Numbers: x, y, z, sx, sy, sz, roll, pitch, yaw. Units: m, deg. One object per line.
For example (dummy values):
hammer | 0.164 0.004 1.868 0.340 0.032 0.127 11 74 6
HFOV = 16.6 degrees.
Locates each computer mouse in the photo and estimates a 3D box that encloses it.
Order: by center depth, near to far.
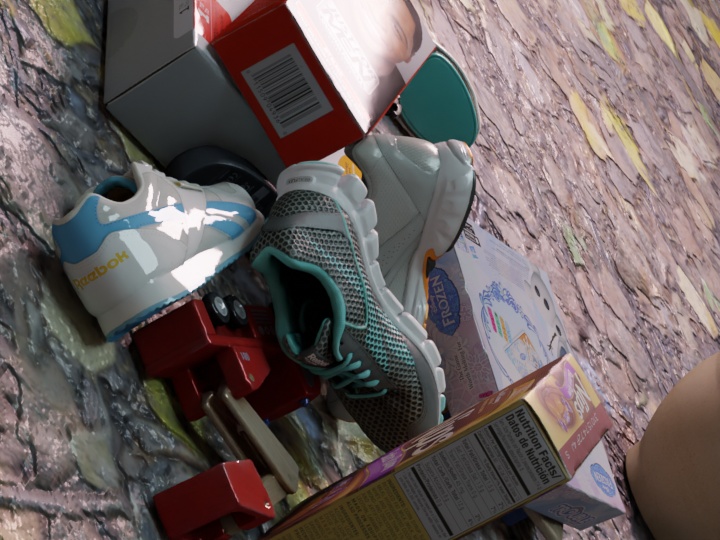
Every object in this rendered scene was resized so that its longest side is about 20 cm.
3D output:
computer mouse | -0.058 -0.018 1.589 0.200 0.059 0.034 46 10 -37

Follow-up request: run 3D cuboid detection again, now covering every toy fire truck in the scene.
toy fire truck | -0.070 0.086 1.427 0.200 0.049 0.141 9 55 -67

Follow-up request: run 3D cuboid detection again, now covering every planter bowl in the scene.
planter bowl | 0.308 0.173 2.074 0.200 0.135 0.200 49 24 -30

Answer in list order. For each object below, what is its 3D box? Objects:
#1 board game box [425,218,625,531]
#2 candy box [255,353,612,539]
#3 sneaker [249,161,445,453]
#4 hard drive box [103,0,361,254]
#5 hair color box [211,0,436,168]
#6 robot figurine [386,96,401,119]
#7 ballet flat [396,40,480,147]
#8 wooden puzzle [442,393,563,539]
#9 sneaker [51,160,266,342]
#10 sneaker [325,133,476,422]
board game box | 0.107 0.071 1.738 0.200 0.043 0.199 30 38 -59
candy box | 0.038 0.126 1.410 0.056 0.200 0.117 61 20 -1
sneaker | -0.015 0.039 1.470 0.200 0.078 0.091 64 35 -22
hard drive box | -0.078 -0.109 1.629 0.200 0.077 0.156 45 25 -34
hair color box | -0.020 -0.147 1.603 0.102 0.061 0.200 59 23 -12
robot figurine | -0.029 -0.155 1.831 0.145 0.058 0.200 55 22 -15
ballet flat | 0.029 -0.174 1.998 0.200 0.069 0.069 45 26 -34
wooden puzzle | 0.092 0.095 1.809 0.200 0.046 0.185 58 20 -20
sneaker | -0.115 -0.027 1.436 0.081 0.076 0.200 57 19 -4
sneaker | 0.000 0.000 1.573 0.092 0.200 0.076 14 18 -15
